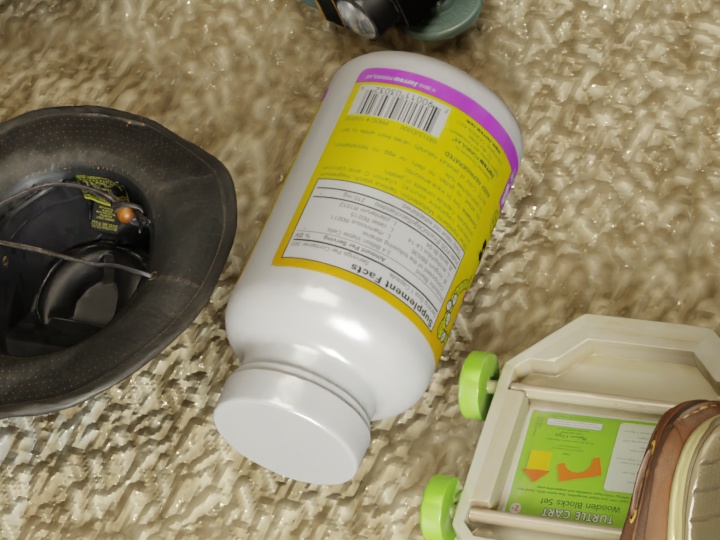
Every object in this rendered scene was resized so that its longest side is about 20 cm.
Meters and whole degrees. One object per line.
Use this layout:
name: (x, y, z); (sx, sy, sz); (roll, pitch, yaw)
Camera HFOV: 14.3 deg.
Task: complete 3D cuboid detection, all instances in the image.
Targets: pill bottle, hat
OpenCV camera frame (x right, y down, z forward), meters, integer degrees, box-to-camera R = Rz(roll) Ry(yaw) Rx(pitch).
pill bottle: (0.000, 0.000, 1.381); (0.104, 0.104, 0.200); (11, 59, 24)
hat: (-0.150, 0.014, 1.435); (0.200, 0.081, 0.201); (-5, 48, 5)

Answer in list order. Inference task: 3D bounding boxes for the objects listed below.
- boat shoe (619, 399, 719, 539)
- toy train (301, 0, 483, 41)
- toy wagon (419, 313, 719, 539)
boat shoe: (0.135, 0.151, 1.219); (0.068, 0.072, 0.200); (25, 105, 63)
toy train: (0.042, -0.204, 1.534); (0.114, 0.085, 0.200); (26, 65, 41)
toy wagon: (0.107, 0.110, 1.310); (0.155, 0.040, 0.200); (6, 58, 21)
